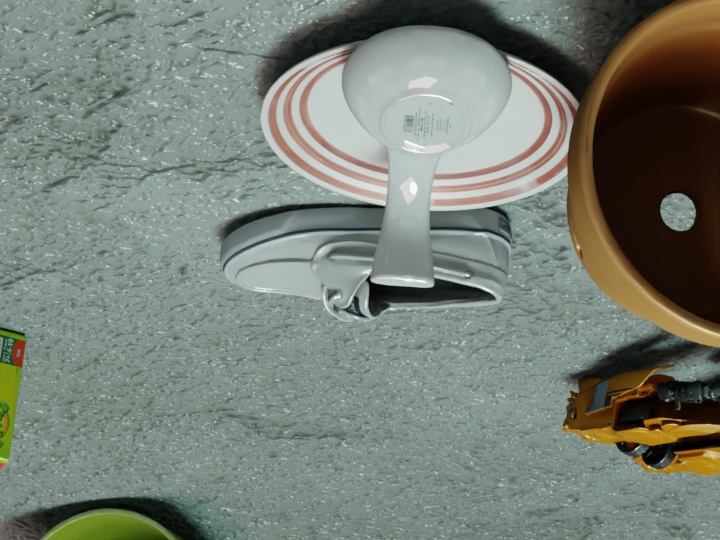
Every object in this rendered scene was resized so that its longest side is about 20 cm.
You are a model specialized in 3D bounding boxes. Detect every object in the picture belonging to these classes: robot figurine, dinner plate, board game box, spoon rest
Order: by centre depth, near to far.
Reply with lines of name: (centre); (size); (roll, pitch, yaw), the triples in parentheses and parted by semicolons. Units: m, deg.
spoon rest: (0.034, -0.076, 1.565); (0.099, 0.061, 0.200); (5, 139, -3)
dinner plate: (0.040, -0.093, 1.599); (0.200, 0.024, 0.200); (4, 151, 2)
robot figurine: (0.248, 0.101, 1.865); (0.145, 0.058, 0.200); (27, 154, -36)
board game box: (-0.309, 0.127, 1.973); (0.048, 0.102, 0.200); (15, 150, -20)

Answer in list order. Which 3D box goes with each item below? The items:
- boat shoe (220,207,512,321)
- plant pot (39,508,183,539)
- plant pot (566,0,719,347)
boat shoe: (0.000, 0.000, 1.731); (0.200, 0.065, 0.074); (-6, 150, 19)
plant pot: (-0.174, 0.309, 2.243); (0.187, 0.187, 0.200); (-8, 164, 22)
plant pot: (0.202, -0.047, 1.508); (0.200, 0.200, 0.140); (10, 168, -11)
